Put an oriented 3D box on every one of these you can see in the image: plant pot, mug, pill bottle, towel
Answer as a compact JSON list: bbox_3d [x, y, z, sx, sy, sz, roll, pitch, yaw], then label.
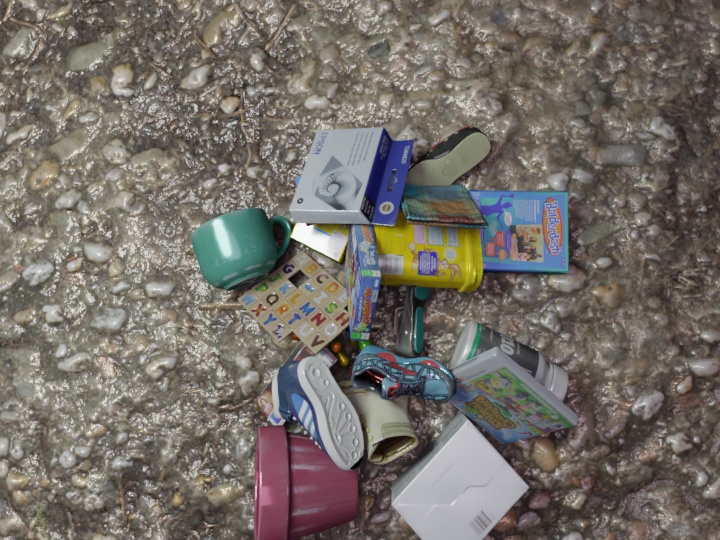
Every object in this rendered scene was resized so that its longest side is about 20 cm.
[{"bbox_3d":[-0.100,0.382,0.958,0.172,0.200,0.209,2,85,-12],"label":"plant pot"},{"bbox_3d":[-0.217,-0.038,1.011,0.179,0.152,0.118,-21,85,1],"label":"mug"},{"bbox_3d":[0.270,0.185,0.987,0.194,0.113,0.116,25,86,4],"label":"pill bottle"},{"bbox_3d":[0.139,-0.120,0.957,0.140,0.201,0.023,2,114,-2],"label":"towel"}]

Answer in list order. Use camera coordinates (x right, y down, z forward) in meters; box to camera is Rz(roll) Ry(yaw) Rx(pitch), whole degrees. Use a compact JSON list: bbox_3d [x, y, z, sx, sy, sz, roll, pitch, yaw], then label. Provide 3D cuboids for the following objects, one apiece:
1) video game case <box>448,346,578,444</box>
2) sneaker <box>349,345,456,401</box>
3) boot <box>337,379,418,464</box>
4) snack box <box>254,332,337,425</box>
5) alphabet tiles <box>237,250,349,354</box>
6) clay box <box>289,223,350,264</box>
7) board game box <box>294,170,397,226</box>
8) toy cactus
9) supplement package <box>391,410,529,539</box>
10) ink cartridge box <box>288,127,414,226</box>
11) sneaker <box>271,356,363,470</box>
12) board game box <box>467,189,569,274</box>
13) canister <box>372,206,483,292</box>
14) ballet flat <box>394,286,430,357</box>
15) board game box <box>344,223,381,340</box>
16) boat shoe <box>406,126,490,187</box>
[{"bbox_3d":[0.244,0.226,0.937,0.198,0.181,0.022,39,51,-11],"label":"video game case"},{"bbox_3d":[0.070,0.201,0.940,0.193,0.095,0.082,8,116,25],"label":"sneaker"},{"bbox_3d":[0.001,0.275,0.971,0.192,0.157,0.074,-13,124,0],"label":"boot"},{"bbox_3d":[-0.124,0.208,1.003,0.072,0.024,0.202,43,117,10],"label":"snack box"},{"bbox_3d":[-0.109,0.062,0.995,0.166,0.008,0.198,-37,57,-25],"label":"alphabet tiles"},{"bbox_3d":[-0.047,-0.132,1.063,0.112,0.048,0.206,24,86,8],"label":"clay box"},{"bbox_3d":[-0.024,-0.164,1.014,0.193,0.020,0.106,-20,64,5],"label":"board game box"},{"bbox_3d":[-0.060,0.082,1.031,0.193,0.103,0.170,18,76,13],"label":"toy cactus"},{"bbox_3d":[0.174,0.393,0.973,0.156,0.111,0.200,45,89,6],"label":"supplement package"},{"bbox_3d":[-0.014,-0.174,0.970,0.192,0.041,0.206,3,59,20],"label":"ink cartridge box"},{"bbox_3d":[-0.085,0.255,0.936,0.079,0.145,0.205,-25,87,-45],"label":"sneaker"},{"bbox_3d":[0.301,-0.074,1.041,0.191,0.045,0.159,2,85,4],"label":"board game box"},{"bbox_3d":[0.113,-0.043,0.974,0.192,0.087,0.154,3,67,-7],"label":"canister"},{"bbox_3d":[0.097,0.060,1.034,0.062,0.067,0.209,3,81,34],"label":"ballet flat"},{"bbox_3d":[0.000,0.000,0.945,0.033,0.204,0.139,3,129,-9],"label":"board game box"},{"bbox_3d":[0.160,-0.209,1.056,0.197,0.064,0.074,-32,117,12],"label":"boat shoe"}]
